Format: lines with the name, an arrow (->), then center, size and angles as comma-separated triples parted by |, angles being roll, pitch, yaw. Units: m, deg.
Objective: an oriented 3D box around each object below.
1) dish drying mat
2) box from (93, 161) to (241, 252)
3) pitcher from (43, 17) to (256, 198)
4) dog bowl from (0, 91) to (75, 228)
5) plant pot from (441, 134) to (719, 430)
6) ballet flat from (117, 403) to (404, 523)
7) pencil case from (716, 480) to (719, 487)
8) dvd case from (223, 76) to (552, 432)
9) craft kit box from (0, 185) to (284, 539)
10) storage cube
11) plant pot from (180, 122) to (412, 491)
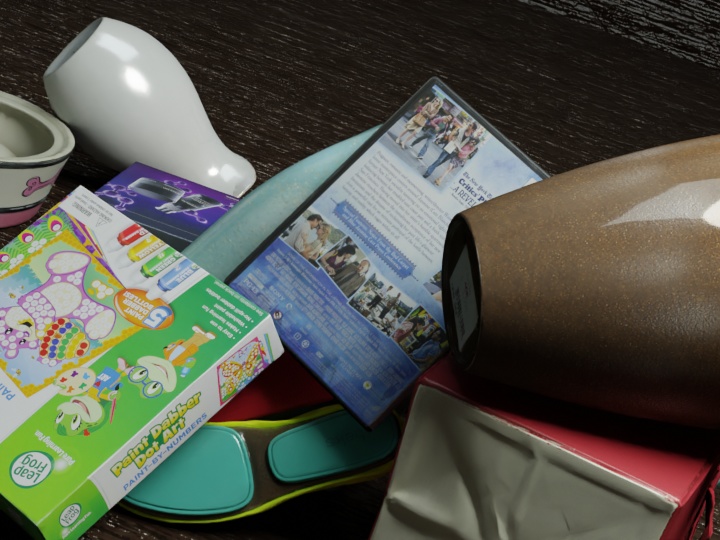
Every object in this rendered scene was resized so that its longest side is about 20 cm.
dish drying mat -> -0.043, 0.054, 1.090 | 0.200, 0.077, 0.018 | -15, -15, 14
box -> -0.130, -0.011, 1.391 | 0.200, 0.079, 0.141 | 20, 23, 5
pitcher -> -0.206, -0.141, 1.560 | 0.200, 0.121, 0.172 | 46, -8, -20
dog bowl -> -0.357, -0.103, 1.442 | 0.200, 0.074, 0.200 | 16, 20, -6
plant pot -> 0.155, 0.010, 0.977 | 0.200, 0.187, 0.187 | -2, 24, -11
ballet flat -> -0.065, 0.129, 1.080 | 0.200, 0.067, 0.067 | -10, -17, 0
pencil case -> 0.221, 0.150, 1.258 | 0.087, 0.088, 0.200 | 30, 23, 29
dvd case -> 0.028, -0.014, 1.064 | 0.143, 0.200, 0.018 | 44, -5, 21
craft kit box -> -0.188, 0.057, 1.059 | 0.200, 0.049, 0.198 | 31, 65, 33
storage cube -> 0.118, 0.148, 1.050 | 0.200, 0.171, 0.180 | 25, 23, 17
plant pot -> 0.000, 0.000, 1.182 | 0.196, 0.200, 0.196 | 45, 19, 3
